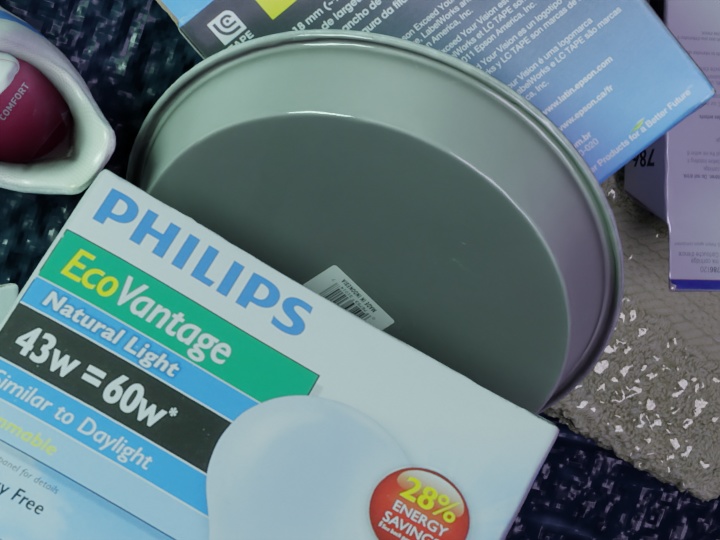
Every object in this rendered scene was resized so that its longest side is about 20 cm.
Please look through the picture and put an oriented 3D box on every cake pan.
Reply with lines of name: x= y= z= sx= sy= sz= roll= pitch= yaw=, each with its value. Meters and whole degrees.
cake pan: x=0.000 y=0.000 z=1.141 sx=0.201 sy=0.200 sz=0.037 roll=58 pitch=33 yaw=-28

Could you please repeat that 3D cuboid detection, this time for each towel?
towel: x=0.120 y=0.004 z=1.279 sx=0.200 sy=0.036 sz=0.149 roll=34 pitch=90 yaw=-31

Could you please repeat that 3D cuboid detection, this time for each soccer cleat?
soccer cleat: x=-0.170 y=-0.090 z=1.073 sx=0.200 sy=0.086 sz=0.070 roll=30 pitch=91 yaw=-30

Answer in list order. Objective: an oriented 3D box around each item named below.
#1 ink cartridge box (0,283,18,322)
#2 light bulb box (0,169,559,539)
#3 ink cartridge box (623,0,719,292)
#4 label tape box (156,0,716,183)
ink cartridge box: x=-0.219 y=0.104 z=1.134 sx=0.176 sy=0.045 sz=0.201 roll=-9 pitch=110 yaw=-39
light bulb box: x=-0.065 y=0.108 z=1.073 sx=0.198 sy=0.125 sz=0.200 roll=29 pitch=60 yaw=1
ink cartridge box: x=0.159 y=-0.090 z=1.240 sx=0.099 sy=0.039 sz=0.201 roll=2 pitch=88 yaw=-28
label tape box: x=0.019 y=-0.104 z=1.152 sx=0.144 sy=0.063 sz=0.200 roll=-38 pitch=110 yaw=9
